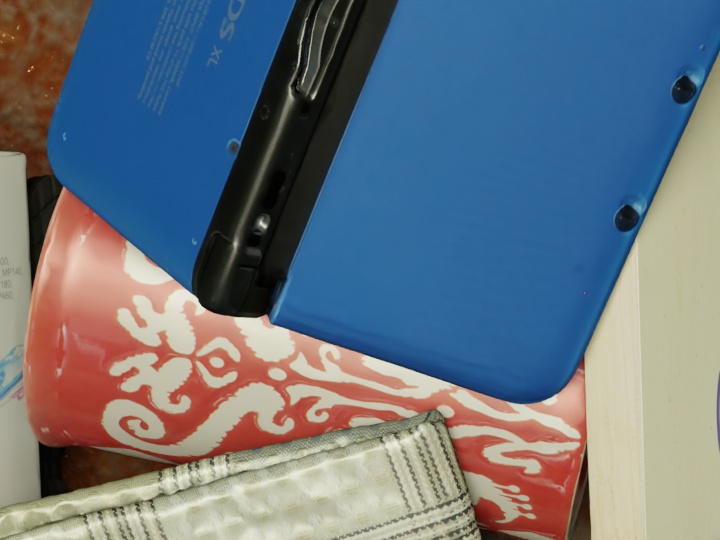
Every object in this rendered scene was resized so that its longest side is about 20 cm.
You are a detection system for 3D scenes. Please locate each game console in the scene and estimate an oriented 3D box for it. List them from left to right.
[{"bbox_3d":[0.011,-0.082,0.686,0.171,0.118,0.201,37,110,42],"label":"game console"}]

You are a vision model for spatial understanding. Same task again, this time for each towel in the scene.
[{"bbox_3d":[-0.043,0.160,0.723,0.199,0.035,0.193,-14,102,2],"label":"towel"}]

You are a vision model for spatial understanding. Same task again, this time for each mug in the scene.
[{"bbox_3d":[-0.003,0.004,0.771,0.199,0.133,0.178,14,100,10],"label":"mug"}]

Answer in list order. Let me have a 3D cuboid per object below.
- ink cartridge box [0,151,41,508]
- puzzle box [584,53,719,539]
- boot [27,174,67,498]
[{"bbox_3d":[-0.200,0.056,0.789,0.147,0.086,0.201,0,91,29],"label":"ink cartridge box"},{"bbox_3d":[0.125,-0.007,0.736,0.025,0.133,0.201,2,95,42],"label":"puzzle box"},{"bbox_3d":[-0.182,0.056,0.855,0.131,0.070,0.201,6,91,20],"label":"boot"}]
